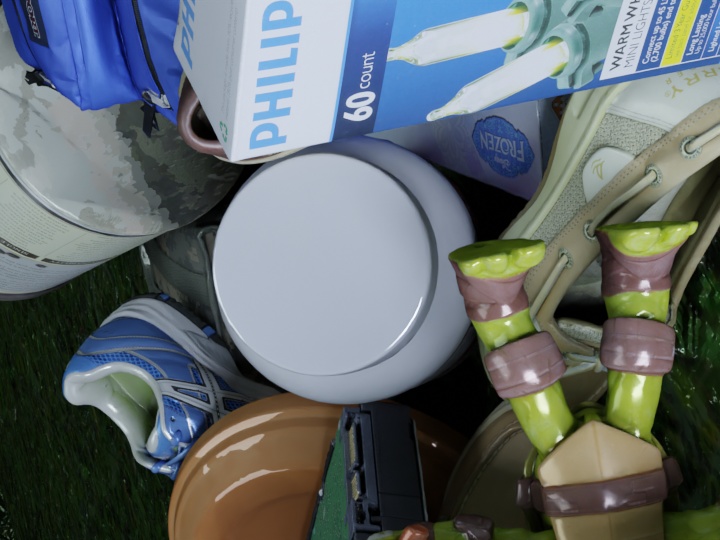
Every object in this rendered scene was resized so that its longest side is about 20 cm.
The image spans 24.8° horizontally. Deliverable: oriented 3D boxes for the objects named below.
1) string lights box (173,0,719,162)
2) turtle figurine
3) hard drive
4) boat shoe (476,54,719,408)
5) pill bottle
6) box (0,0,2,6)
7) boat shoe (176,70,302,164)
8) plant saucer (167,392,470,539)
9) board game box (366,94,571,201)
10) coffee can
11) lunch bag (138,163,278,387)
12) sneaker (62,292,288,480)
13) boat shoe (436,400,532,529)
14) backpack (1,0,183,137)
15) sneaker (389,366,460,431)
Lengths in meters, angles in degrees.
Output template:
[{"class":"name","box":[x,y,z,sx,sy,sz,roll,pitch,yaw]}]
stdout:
[{"class":"string lights box","box":[0.047,-0.106,0.499,0.103,0.200,0.059,100,150,-48]},{"class":"turtle figurine","box":[0.090,0.066,0.554,0.064,0.200,0.162,-29,-68,-79]},{"class":"hard drive","box":[-0.007,0.177,0.739,0.140,0.038,0.200,-96,16,-54]},{"class":"boat shoe","box":[0.098,-0.002,0.620,0.201,0.073,0.063,110,146,-43]},{"class":"pill bottle","box":[0.000,0.000,0.711,0.200,0.112,0.112,12,-117,-81]},{"class":"box","box":[-0.154,-0.250,0.947,0.123,0.200,0.199,164,92,-69]},{"class":"boat shoe","box":[0.022,-0.095,0.581,0.072,0.200,0.072,-73,-42,-81]},{"class":"plant saucer","box":[-0.006,0.151,0.830,0.037,0.200,0.200,-64,-22,-55]},{"class":"board game box","box":[0.042,-0.145,0.715,0.200,0.043,0.199,-149,51,-63]},{"class":"coffee can","box":[-0.166,-0.071,0.893,0.200,0.146,0.147,-19,85,58]},{"class":"lunch bag","box":[-0.062,0.032,0.999,0.164,0.117,0.200,-140,36,-61]},{"class":"sneaker","box":[-0.074,0.096,0.879,0.200,0.077,0.076,34,128,16]},{"class":"boat shoe","box":[0.057,0.151,0.745,0.069,0.074,0.200,-56,-15,-66]},{"class":"backpack","box":[-0.064,-0.131,0.709,0.200,0.168,0.163,35,141,59]},{"class":"sneaker","box":[0.013,0.031,0.872,0.080,0.071,0.200,-2,109,69]}]
